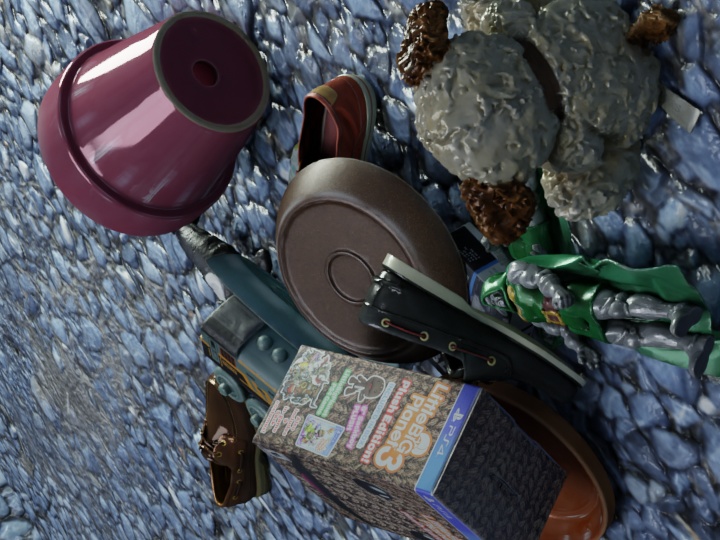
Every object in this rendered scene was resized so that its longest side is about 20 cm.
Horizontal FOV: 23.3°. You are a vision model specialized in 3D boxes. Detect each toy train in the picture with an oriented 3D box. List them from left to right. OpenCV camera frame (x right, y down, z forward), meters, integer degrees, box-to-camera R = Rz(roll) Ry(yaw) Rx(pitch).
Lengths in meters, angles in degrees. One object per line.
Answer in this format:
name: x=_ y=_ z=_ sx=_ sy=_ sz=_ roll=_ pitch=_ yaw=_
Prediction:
toy train: x=-0.082 y=0.110 z=1.761 sx=0.200 sy=0.085 sz=0.114 roll=39 pitch=156 yaw=27

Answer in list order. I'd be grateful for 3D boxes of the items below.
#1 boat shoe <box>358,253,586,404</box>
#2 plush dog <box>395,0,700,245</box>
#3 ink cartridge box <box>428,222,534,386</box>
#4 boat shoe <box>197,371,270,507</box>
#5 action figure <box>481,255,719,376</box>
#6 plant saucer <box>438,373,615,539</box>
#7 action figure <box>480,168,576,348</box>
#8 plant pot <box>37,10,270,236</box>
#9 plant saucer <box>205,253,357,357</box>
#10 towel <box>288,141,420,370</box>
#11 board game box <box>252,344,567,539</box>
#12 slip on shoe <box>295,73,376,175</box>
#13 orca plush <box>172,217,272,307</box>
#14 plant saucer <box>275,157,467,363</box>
boat shoe: x=0.090 y=0.059 z=1.395 sx=0.201 sy=0.063 sz=0.074 roll=28 pitch=180 yaw=-20
plush dog: x=0.114 y=-0.118 z=1.179 sx=0.200 sy=0.172 sz=0.160 roll=63 pitch=154 yaw=-2
ink cartridge box: x=0.100 y=0.058 z=1.533 sx=0.099 sy=0.039 sz=0.200 roll=46 pitch=151 yaw=28
boat shoe: x=-0.161 y=0.209 z=2.119 sx=0.072 sy=0.067 sz=0.200 roll=35 pitch=143 yaw=43
action figure: x=0.168 y=0.029 z=1.289 sx=0.200 sy=0.055 sz=0.118 roll=13 pitch=142 yaw=46
plant saucer: x=0.136 y=0.164 z=1.527 sx=0.200 sy=0.032 sz=0.200 roll=29 pitch=147 yaw=20
action figure: x=0.134 y=-0.025 z=1.377 sx=0.118 sy=0.055 sz=0.200 roll=16 pitch=133 yaw=52
plant pot: x=-0.186 y=-0.155 z=1.693 sx=0.179 sy=0.200 sz=0.200 roll=-32 pitch=87 yaw=48
plant saucer: x=-0.069 y=0.045 z=1.740 sx=0.200 sy=0.027 sz=0.200 roll=40 pitch=-177 yaw=-3
towel: x=-0.008 y=-0.005 z=1.655 sx=0.171 sy=0.048 sz=0.200 roll=42 pitch=148 yaw=34
board game box: x=0.042 y=0.156 z=1.457 sx=0.200 sy=0.097 sz=0.159 roll=11 pitch=156 yaw=41
slip on shoe: x=-0.031 y=-0.075 z=1.549 sx=0.074 sy=0.061 sz=0.200 roll=28 pitch=120 yaw=41
orca plush: x=-0.121 y=-0.001 z=1.876 sx=0.200 sy=0.071 sz=0.105 roll=54 pitch=-162 yaw=25
plant saucer: x=0.000 y=0.000 z=1.507 sx=0.200 sy=0.034 sz=0.201 roll=20 pitch=128 yaw=28
